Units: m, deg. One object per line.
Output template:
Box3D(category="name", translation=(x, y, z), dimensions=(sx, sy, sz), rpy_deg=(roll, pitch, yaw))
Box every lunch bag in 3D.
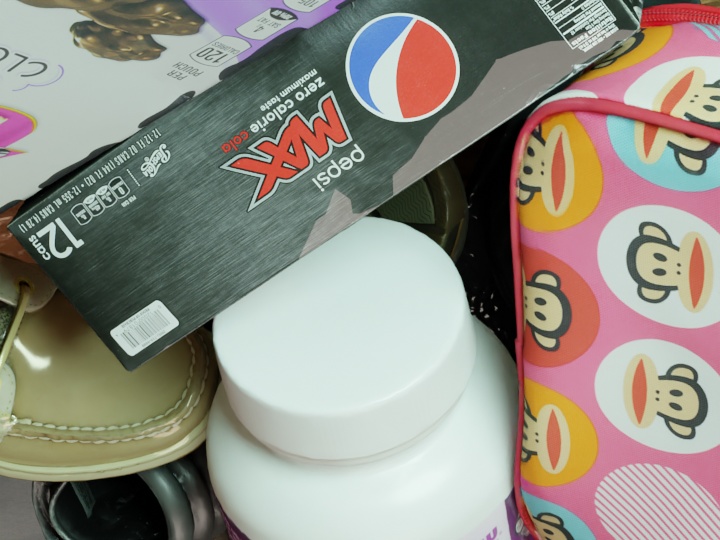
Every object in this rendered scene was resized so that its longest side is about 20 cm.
Box3D(category="lunch bag", translation=(0.136, 0.029, 0.704), dimensions=(0.175, 0.082, 0.201), rpy_deg=(18, 131, 25))

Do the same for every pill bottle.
Box3D(category="pill bottle", translation=(0.008, 0.078, 0.805), dimensions=(0.112, 0.113, 0.201), rpy_deg=(-13, 138, 1))

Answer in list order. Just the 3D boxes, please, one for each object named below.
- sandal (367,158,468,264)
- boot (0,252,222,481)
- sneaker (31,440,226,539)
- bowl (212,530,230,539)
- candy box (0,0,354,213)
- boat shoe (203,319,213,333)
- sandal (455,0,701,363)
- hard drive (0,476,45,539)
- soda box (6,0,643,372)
Box3D(category="sandal", translation=(0.000, 0.000, 0.888), dimensions=(0.054, 0.082, 0.200), rpy_deg=(-13, 158, -25))
Box3D(category="boot", translation=(-0.150, 0.005, 0.777), dimensions=(0.199, 0.072, 0.155), rpy_deg=(11, 156, 12))
Box3D(category="sneaker", translation=(-0.107, 0.069, 0.912), dimensions=(0.199, 0.071, 0.099), rpy_deg=(0, -158, 45))
Box3D(category="bowl", translation=(0.008, 0.143, 0.968), dimensions=(0.199, 0.200, 0.075), rpy_deg=(-7, 127, -28))
Box3D(category="candy box", translation=(-0.110, -0.093, 0.630), dimensions=(0.199, 0.072, 0.167), rpy_deg=(-28, 153, 30))
Box3D(category="boat shoe", translation=(-0.041, -0.026, 0.819), dimensions=(0.071, 0.068, 0.200), rpy_deg=(3, 152, -32))
Box3D(category="sandal", translation=(0.074, -0.024, 0.830), dimensions=(0.075, 0.048, 0.201), rpy_deg=(1, 134, -7))
Box3D(category="hard drive", translation=(-0.110, 0.101, 1.113), dimensions=(0.139, 0.033, 0.199), rpy_deg=(-31, 151, 36))
Box3D(category="soda box", translation=(-0.010, -0.054, 0.711), dimensions=(0.200, 0.071, 0.063), rpy_deg=(-33, 106, 21))
